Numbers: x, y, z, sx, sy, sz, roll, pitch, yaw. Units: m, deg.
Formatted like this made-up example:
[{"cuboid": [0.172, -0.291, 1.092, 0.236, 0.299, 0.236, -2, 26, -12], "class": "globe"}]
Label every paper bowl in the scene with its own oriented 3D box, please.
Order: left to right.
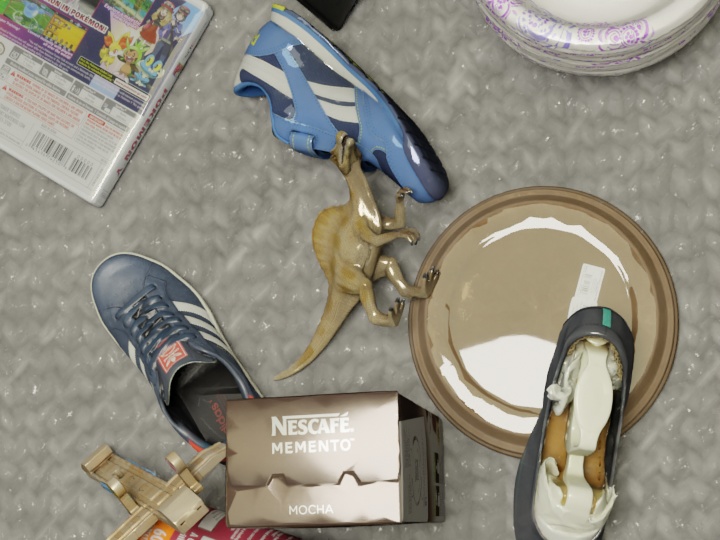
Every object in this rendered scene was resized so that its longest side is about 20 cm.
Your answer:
[{"cuboid": [0.172, -0.240, 0.990, 0.198, 0.104, 0.203, -2, 80, 11], "class": "paper bowl"}]

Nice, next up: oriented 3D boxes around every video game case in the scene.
[{"cuboid": [-0.244, -0.176, 1.101, 0.199, 0.023, 0.184, 29, 87, 15], "class": "video game case"}]

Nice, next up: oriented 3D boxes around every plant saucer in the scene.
[{"cuboid": [0.130, 0.035, 0.989, 0.197, 0.029, 0.203, -2, 79, 10], "class": "plant saucer"}]

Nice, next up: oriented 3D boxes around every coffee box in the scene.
[{"cuboid": [-0.011, 0.130, 0.909, 0.111, 0.200, 0.081, -3, 80, 10], "class": "coffee box"}]

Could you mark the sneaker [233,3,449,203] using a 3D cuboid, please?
[{"cuboid": [-0.015, -0.110, 1.023, 0.082, 0.074, 0.200, -47, 70, 6], "class": "sneaker"}]

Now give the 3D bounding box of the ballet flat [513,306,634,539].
[{"cuboid": [0.145, 0.125, 0.924, 0.072, 0.073, 0.203, 12, 98, 13], "class": "ballet flat"}]

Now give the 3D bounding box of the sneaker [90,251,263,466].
[{"cuboid": [-0.136, 0.060, 1.006, 0.075, 0.085, 0.200, -44, 75, 1], "class": "sneaker"}]

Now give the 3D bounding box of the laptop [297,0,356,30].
[{"cuboid": [-0.010, -0.333, 1.090, 0.187, 0.116, 0.200, 42, 61, 14], "class": "laptop"}]

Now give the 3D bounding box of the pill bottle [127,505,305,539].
[{"cuboid": [-0.072, 0.235, 0.949, 0.198, 0.110, 0.111, 16, 83, 13], "class": "pill bottle"}]

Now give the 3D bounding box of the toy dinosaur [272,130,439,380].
[{"cuboid": [0.000, 0.000, 0.996, 0.100, 0.058, 0.202, 24, 114, 30], "class": "toy dinosaur"}]

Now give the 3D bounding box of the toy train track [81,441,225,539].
[{"cuboid": [-0.159, 0.143, 0.949, 0.115, 0.199, 0.033, -42, 110, -20], "class": "toy train track"}]
